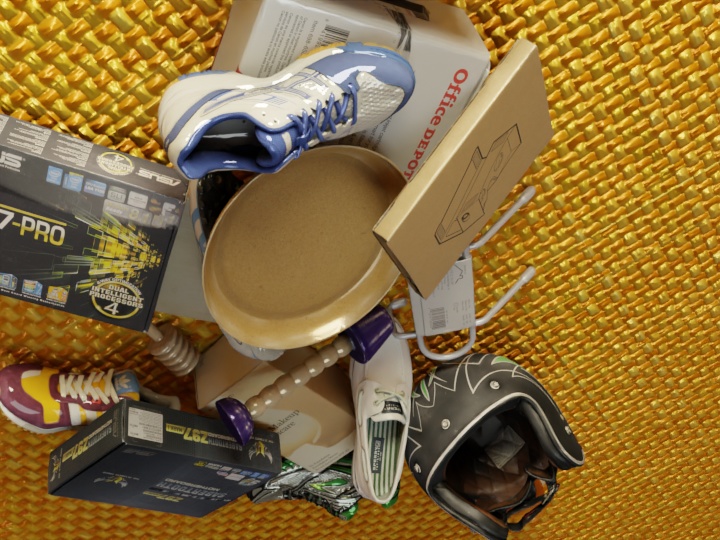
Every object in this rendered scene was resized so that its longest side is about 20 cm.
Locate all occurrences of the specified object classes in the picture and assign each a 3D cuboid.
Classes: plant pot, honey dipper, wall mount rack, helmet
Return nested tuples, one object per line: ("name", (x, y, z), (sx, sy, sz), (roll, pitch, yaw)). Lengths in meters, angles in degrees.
("plant pot", (-0.044, -0.021, 0.819), (0.196, 0.028, 0.203), (-17, 132, -20))
("honey dipper", (-0.231, 0.036, 0.965), (0.037, 0.038, 0.201), (-27, 131, 12))
("wall mount rack", (0.106, -0.001, 1.003), (0.170, 0.075, 0.202), (-11, 136, -1))
("helmet", (0.138, 0.189, 1.107), (0.190, 0.200, 0.200), (42, 118, -2))

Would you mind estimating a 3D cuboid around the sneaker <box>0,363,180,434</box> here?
("sneaker", (-0.281, 0.129, 1.014), (0.090, 0.076, 0.199), (-36, 141, 23))

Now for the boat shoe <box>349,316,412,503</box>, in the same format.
("boat shoe", (0.029, 0.149, 1.049), (0.072, 0.067, 0.205), (-2, 93, -17))

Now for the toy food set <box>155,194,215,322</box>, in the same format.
("toy food set", (-0.120, -0.020, 0.932), (0.196, 0.061, 0.145), (11, 130, -14))

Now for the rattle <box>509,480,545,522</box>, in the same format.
("rattle", (0.216, 0.322, 1.304), (0.128, 0.143, 0.203), (-18, 133, -25))

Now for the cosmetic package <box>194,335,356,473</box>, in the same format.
("cosmetic package", (-0.081, 0.141, 1.082), (0.105, 0.072, 0.199), (-36, 133, 20))

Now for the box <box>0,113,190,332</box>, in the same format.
("box", (-0.260, -0.040, 0.843), (0.196, 0.050, 0.163), (17, 126, -13))

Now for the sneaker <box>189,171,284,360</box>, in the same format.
("sneaker", (-0.118, -0.003, 0.866), (0.071, 0.072, 0.203), (11, 131, 33))

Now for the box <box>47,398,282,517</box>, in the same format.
("box", (-0.205, 0.204, 1.027), (0.198, 0.052, 0.157), (22, 139, -39))

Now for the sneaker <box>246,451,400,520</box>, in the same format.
("sneaker", (-0.042, 0.263, 1.188), (0.195, 0.087, 0.078), (-4, 163, -11))

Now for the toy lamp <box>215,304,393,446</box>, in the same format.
("toy lamp", (-0.051, 0.100, 0.983), (0.198, 0.058, 0.059), (-33, 140, -19))

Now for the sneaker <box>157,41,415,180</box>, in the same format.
("sneaker", (-0.049, -0.107, 0.718), (0.196, 0.089, 0.076), (-14, 133, -4))

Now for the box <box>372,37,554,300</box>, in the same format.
("box", (0.096, -0.080, 0.844), (0.201, 0.021, 0.164), (-53, 156, -5))

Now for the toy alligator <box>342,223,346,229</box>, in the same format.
("toy alligator", (0.000, 0.000, 0.936), (0.053, 0.060, 0.201), (26, 159, 7))

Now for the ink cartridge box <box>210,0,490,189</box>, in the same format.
("ink cartridge box", (-0.014, -0.159, 0.800), (0.196, 0.085, 0.146), (11, 129, -24))
